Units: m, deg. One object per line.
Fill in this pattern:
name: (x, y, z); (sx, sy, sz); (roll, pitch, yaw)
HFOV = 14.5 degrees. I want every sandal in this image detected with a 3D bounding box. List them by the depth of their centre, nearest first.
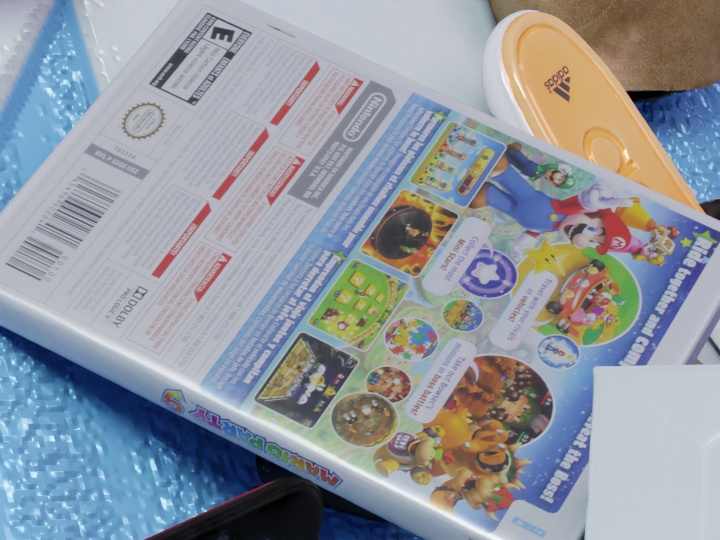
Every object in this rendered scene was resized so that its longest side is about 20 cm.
sandal: (0.118, -0.008, 0.982); (0.207, 0.059, 0.079); (54, 46, -7)

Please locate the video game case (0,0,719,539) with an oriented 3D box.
video game case: (0.000, 0.000, 0.846); (0.199, 0.018, 0.143); (25, 53, 14)

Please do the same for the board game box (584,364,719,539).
board game box: (0.097, 0.145, 0.770); (0.064, 0.200, 0.148); (-1, 47, 11)

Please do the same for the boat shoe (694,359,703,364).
boat shoe: (0.058, -0.004, 0.919); (0.200, 0.076, 0.072); (48, 10, 2)

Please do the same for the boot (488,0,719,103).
boot: (0.129, -0.103, 1.086); (0.199, 0.074, 0.076); (-11, 81, -36)

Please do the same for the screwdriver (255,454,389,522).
screwdriver: (0.049, 0.082, 0.908); (0.199, 0.028, 0.029); (23, 76, -34)

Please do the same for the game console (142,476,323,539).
game console: (-0.059, 0.173, 0.674); (0.200, 0.119, 0.173); (-21, 74, -46)
